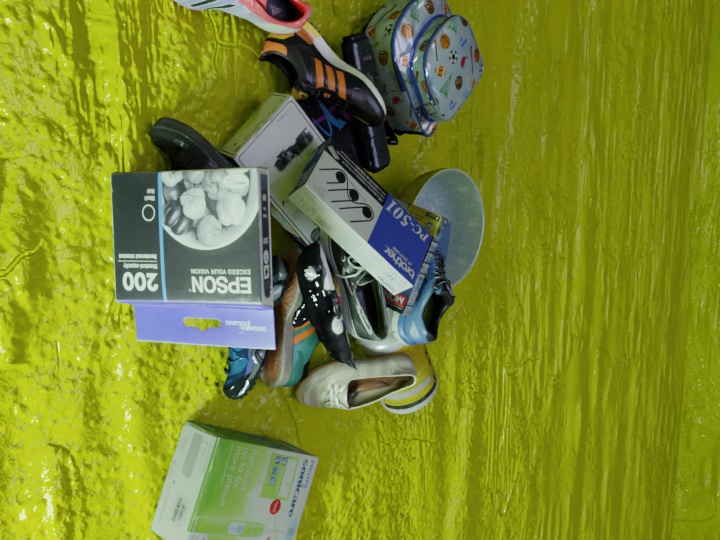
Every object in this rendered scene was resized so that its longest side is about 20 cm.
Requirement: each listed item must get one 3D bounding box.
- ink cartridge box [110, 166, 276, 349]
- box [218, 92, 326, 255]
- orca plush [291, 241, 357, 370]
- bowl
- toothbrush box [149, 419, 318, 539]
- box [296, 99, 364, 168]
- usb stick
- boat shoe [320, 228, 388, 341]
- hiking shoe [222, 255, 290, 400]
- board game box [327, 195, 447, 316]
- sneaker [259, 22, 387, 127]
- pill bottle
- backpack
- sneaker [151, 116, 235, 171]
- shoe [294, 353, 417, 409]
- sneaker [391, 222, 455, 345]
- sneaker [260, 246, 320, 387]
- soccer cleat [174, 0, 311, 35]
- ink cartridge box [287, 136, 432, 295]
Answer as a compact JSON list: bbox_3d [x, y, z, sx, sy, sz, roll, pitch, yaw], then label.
[{"bbox_3d":[-0.191,-0.011,0.769,0.043,0.192,0.207,-21,110,-70],"label":"ink cartridge box"},{"bbox_3d":[-0.087,-0.128,0.933,0.117,0.060,0.201,-49,126,-11],"label":"box"},{"bbox_3d":[-0.063,0.060,0.947,0.069,0.106,0.203,-17,135,-5],"label":"orca plush"},{"bbox_3d":[0.111,-0.076,1.160,0.197,0.106,0.206,-12,108,-40],"label":"bowl"},{"bbox_3d":[-0.168,0.305,0.937,0.198,0.085,0.149,29,75,-48],"label":"toothbrush box"},{"bbox_3d":[-0.044,-0.205,1.025,0.199,0.036,0.146,-41,124,-34],"label":"box"},{"bbox_3d":[0.010,-0.251,1.027,0.055,0.032,0.205,-31,117,-42],"label":"usb stick"},{"bbox_3d":[-0.002,0.001,0.937,0.072,0.067,0.206,-15,101,-34],"label":"boat shoe"},{"bbox_3d":[-0.165,0.070,0.925,0.085,0.074,0.206,18,81,-26],"label":"hiking shoe"},{"bbox_3d":[0.022,-0.014,1.041,0.061,0.197,0.205,15,99,-53],"label":"board game box"},{"bbox_3d":[-0.055,-0.257,0.947,0.199,0.070,0.091,42,70,-11],"label":"sneaker"},{"bbox_3d":[0.054,0.130,1.134,0.111,0.109,0.204,-44,126,-33],"label":"pill bottle"},{"bbox_3d":[0.093,-0.331,1.069,0.192,0.152,0.202,51,58,-34],"label":"backpack"},{"bbox_3d":[-0.188,-0.084,0.818,0.198,0.060,0.106,39,62,-15],"label":"sneaker"},{"bbox_3d":[-0.006,0.174,1.047,0.194,0.054,0.072,-12,119,-8],"label":"shoe"},{"bbox_3d":[0.115,0.018,1.049,0.078,0.088,0.206,21,77,-42],"label":"sneaker"},{"bbox_3d":[-0.095,0.068,0.994,0.079,0.070,0.206,3,99,-51],"label":"sneaker"},{"bbox_3d":[-0.153,-0.342,0.831,0.196,0.076,0.069,11,89,-34],"label":"soccer cleat"},{"bbox_3d":[0.004,-0.070,0.894,0.199,0.044,0.095,42,50,-20],"label":"ink cartridge box"}]
